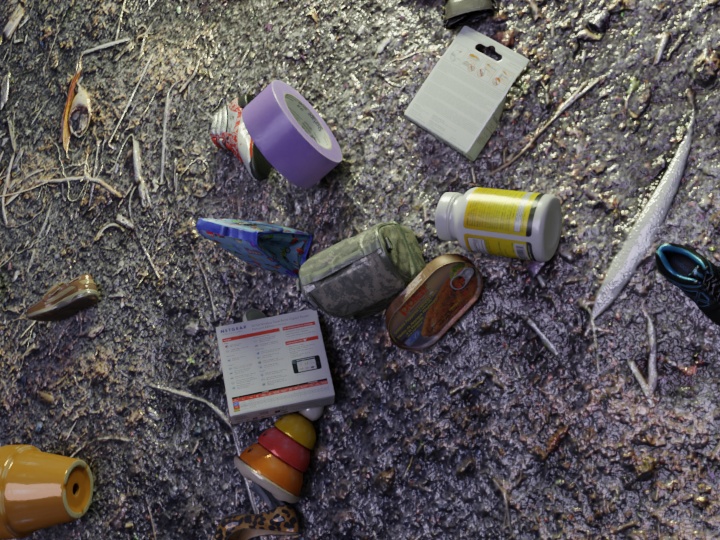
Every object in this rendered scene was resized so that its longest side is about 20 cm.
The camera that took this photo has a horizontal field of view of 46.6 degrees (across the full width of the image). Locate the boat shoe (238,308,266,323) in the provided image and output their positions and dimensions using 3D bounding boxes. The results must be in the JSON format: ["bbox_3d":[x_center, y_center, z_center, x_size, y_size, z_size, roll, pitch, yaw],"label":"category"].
[{"bbox_3d":[-0.181,0.173,1.649,0.061,0.071,0.202,-47,64,34],"label":"boat shoe"}]

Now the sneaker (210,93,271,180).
[{"bbox_3d":[-0.255,-0.264,1.762,0.107,0.067,0.203,-22,68,26],"label":"sneaker"}]

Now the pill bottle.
[{"bbox_3d":[0.234,-0.083,1.429,0.198,0.112,0.114,10,87,30],"label":"pill bottle"}]

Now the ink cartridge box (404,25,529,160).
[{"bbox_3d":[0.198,-0.326,1.534,0.160,0.047,0.201,37,95,29],"label":"ink cartridge box"}]

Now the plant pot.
[{"bbox_3d":[-0.698,0.482,1.828,0.181,0.200,0.203,-5,79,13],"label":"plant pot"}]

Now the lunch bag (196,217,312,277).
[{"bbox_3d":[-0.214,-0.057,1.626,0.149,0.199,0.095,15,90,30],"label":"lunch bag"}]

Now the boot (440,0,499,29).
[{"bbox_3d":[0.158,-0.538,1.571,0.198,0.069,0.176,-7,78,26],"label":"boot"}]

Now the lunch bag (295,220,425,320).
[{"bbox_3d":[0.000,0.000,1.515,0.199,0.167,0.141,-26,70,24],"label":"lunch bag"}]

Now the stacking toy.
[{"bbox_3d":[-0.133,0.323,1.583,0.145,0.146,0.201,26,76,30],"label":"stacking toy"}]

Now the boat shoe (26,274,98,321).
[{"bbox_3d":[-0.698,0.065,1.958,0.198,0.076,0.072,-20,69,16],"label":"boat shoe"}]

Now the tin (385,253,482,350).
[{"bbox_3d":[0.126,0.055,1.469,0.200,0.112,0.042,-46,35,14],"label":"tin"}]

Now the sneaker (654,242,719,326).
[{"bbox_3d":[0.527,0.028,1.263,0.200,0.082,0.074,38,99,27],"label":"sneaker"}]

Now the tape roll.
[{"bbox_3d":[-0.130,-0.262,1.614,0.085,0.199,0.201,-38,66,19],"label":"tape roll"}]

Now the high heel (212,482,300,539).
[{"bbox_3d":[-0.205,0.519,1.598,0.142,0.071,0.201,34,90,35],"label":"high heel"}]

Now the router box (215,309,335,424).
[{"bbox_3d":[-0.161,0.178,1.573,0.198,0.049,0.181,-10,64,-8],"label":"router box"}]
